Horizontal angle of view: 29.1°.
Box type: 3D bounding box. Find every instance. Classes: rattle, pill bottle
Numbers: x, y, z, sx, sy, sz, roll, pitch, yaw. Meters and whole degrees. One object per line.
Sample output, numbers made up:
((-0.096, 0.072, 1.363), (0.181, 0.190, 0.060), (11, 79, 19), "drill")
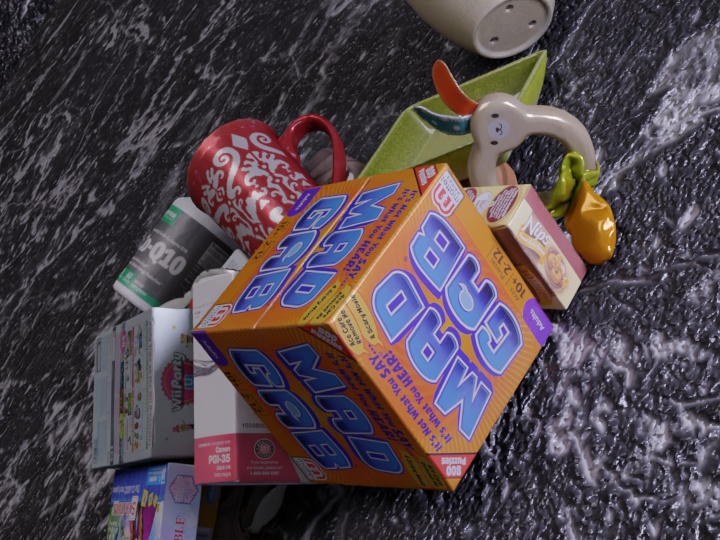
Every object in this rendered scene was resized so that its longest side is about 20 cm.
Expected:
((0.140, -0.096, 1.301), (0.129, 0.200, 0.144), (-29, 34, 35), "rattle")
((-0.232, -0.024, 1.865), (0.201, 0.113, 0.113), (-54, 28, -7), "pill bottle")

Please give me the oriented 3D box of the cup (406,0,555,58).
((0.152, -0.334, 1.622), (0.200, 0.199, 0.144), (-38, 56, 23), "cup")

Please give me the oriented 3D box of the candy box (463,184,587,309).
((0.104, -0.021, 1.324), (0.198, 0.116, 0.056), (1, 50, 48), "candy box")

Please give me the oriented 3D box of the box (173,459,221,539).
((-0.197, 0.234, 1.486), (0.200, 0.041, 0.121), (-167, 87, -69), "box")

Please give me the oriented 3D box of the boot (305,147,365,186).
((-0.059, -0.057, 1.706), (0.201, 0.070, 0.147), (-54, 37, 18), "boot")

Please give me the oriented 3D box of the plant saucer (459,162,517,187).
((0.085, -0.048, 1.508), (0.200, 0.032, 0.202), (-37, 30, 25), "plant saucer")

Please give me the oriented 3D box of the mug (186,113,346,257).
((-0.093, -0.089, 1.618), (0.200, 0.132, 0.179), (46, 116, 41), "mug")

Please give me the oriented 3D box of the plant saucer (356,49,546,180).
((0.108, -0.148, 1.520), (0.198, 0.048, 0.200), (-19, 24, 33), "plant saucer")

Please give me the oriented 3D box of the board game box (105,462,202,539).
((-0.218, 0.301, 1.406), (0.200, 0.041, 0.203), (157, 120, -63), "board game box")

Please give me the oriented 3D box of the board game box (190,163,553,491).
((0.013, 0.054, 1.258), (0.198, 0.201, 0.201), (-6, 38, 48), "board game box")

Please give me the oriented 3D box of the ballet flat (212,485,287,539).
((-0.090, 0.200, 1.441), (0.067, 0.068, 0.202), (4, 69, 53), "ballet flat")

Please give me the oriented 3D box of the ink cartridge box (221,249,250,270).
((-0.131, 0.082, 1.570), (0.147, 0.083, 0.200), (-50, 26, 3), "ink cartridge box")

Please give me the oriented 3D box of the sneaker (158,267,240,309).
((-0.162, 0.062, 1.488), (0.199, 0.076, 0.086), (-35, 41, 48), "sneaker")

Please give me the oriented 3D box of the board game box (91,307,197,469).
((-0.221, 0.126, 1.437), (0.199, 0.063, 0.150), (-21, 68, 62), "board game box")

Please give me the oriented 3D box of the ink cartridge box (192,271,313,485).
((-0.086, 0.108, 1.362), (0.082, 0.145, 0.203), (-14, 74, 52), "ink cartridge box")
